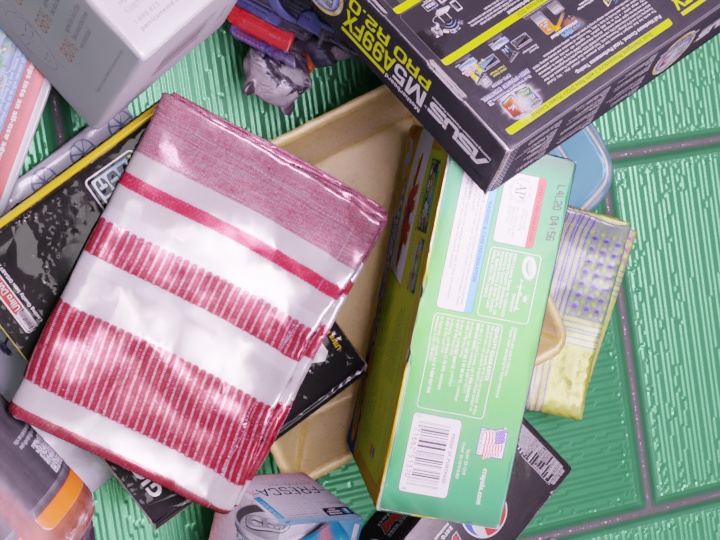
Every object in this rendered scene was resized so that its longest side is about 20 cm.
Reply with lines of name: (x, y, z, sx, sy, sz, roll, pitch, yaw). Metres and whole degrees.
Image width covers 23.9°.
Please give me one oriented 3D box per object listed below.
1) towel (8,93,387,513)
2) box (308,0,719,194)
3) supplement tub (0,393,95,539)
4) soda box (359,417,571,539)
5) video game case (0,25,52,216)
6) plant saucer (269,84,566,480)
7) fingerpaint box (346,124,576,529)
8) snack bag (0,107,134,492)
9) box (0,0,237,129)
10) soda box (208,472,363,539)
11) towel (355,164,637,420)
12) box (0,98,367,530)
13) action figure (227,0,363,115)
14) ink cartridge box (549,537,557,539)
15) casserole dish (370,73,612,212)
towel: (-0.090, 0.021, 0.952, 0.144, 0.023, 0.201, 27, 93, -10)
box: (0.089, -0.154, 0.893, 0.200, 0.044, 0.160, -35, 75, -27)
supplement tub: (-0.226, 0.126, 0.968, 0.107, 0.107, 0.200, -44, 101, -15)
soda box: (0.044, 0.179, 1.097, 0.063, 0.071, 0.200, 46, 75, -14)
video game case: (-0.283, -0.112, 0.974, 0.199, 0.017, 0.144, 20, 93, -14)
plant saucer: (0.000, 0.000, 1.055, 0.199, 0.048, 0.201, -26, 101, -5)
fingerpaint box: (0.053, 0.025, 0.958, 0.073, 0.167, 0.201, 11, 95, -7)
snack bag: (-0.170, 0.027, 1.040, 0.200, 0.021, 0.189, -38, 104, -17)
box: (-0.160, -0.198, 0.917, 0.106, 0.152, 0.200, -43, 96, -19)
soda box: (-0.062, 0.226, 1.022, 0.063, 0.068, 0.201, 1, 109, -39)
towel: (0.071, 0.011, 1.105, 0.199, 0.023, 0.144, 16, 96, -11)
box: (-0.116, 0.023, 0.991, 0.159, 0.049, 0.200, -36, 101, -5)
action figure: (0.003, -0.172, 1.016, 0.200, 0.105, 0.194, 39, 95, 23)
ink cartridge box: (0.105, 0.296, 1.117, 0.200, 0.083, 0.146, -35, 102, -17)
casserole dish: (0.094, -0.093, 1.133, 0.121, 0.039, 0.200, -42, 105, -15)
